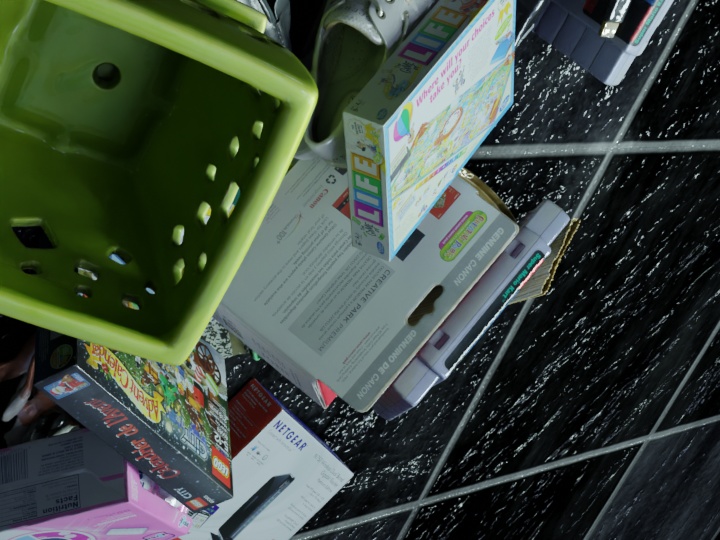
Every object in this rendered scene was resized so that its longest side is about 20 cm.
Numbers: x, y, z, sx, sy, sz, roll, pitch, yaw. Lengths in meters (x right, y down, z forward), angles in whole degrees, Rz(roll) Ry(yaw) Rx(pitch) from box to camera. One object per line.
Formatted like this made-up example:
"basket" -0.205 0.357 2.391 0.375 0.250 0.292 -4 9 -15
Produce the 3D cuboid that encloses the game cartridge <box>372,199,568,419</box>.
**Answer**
"game cartridge" 0.087 0.035 1.239 0.200 0.038 0.130 -49 -176 -13

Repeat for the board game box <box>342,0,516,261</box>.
"board game box" 0.055 -0.121 1.125 0.200 0.034 0.135 -51 153 -35

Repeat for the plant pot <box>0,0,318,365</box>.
"plant pot" -0.159 -0.092 0.903 0.199 0.182 0.200 21 113 -19

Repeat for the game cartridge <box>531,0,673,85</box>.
"game cartridge" 0.211 -0.266 1.233 0.038 0.130 0.201 1 125 -50

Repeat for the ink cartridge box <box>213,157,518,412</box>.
"ink cartridge box" 0.000 0.000 1.202 0.200 0.175 0.084 -48 163 -12

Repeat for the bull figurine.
"bull figurine" -0.213 0.102 1.201 0.121 0.065 0.200 -39 144 5

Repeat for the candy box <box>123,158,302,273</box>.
"candy box" -0.127 -0.028 1.199 0.102 0.026 0.200 14 115 -52

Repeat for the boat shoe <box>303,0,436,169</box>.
"boat shoe" 0.005 -0.174 1.090 0.069 0.071 0.201 17 85 -68

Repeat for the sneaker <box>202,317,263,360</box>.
"sneaker" -0.057 0.053 1.274 0.199 0.089 0.077 -11 132 -5

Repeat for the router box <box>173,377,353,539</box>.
"router box" -0.116 0.214 1.464 0.179 0.049 0.200 -44 148 -3

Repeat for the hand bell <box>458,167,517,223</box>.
"hand bell" 0.043 0.005 1.402 0.200 0.104 0.104 -47 150 23

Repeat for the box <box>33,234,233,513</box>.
"box" -0.164 0.073 1.122 0.038 0.137 0.200 -24 137 16

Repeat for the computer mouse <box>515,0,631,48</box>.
"computer mouse" 0.137 -0.209 1.230 0.046 0.140 0.201 -71 -175 -68

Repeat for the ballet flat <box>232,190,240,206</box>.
"ballet flat" -0.111 -0.113 1.074 0.200 0.069 0.071 42 71 -48

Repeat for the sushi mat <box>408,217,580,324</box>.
"sushi mat" 0.108 0.010 1.385 0.012 0.200 0.096 46 50 -22

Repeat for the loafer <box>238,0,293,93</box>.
"loafer" -0.074 -0.180 1.050 0.070 0.068 0.201 -39 146 3

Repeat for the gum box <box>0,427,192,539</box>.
"gum box" -0.236 0.179 1.166 0.199 0.066 0.114 -14 155 12

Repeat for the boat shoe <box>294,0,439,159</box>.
"boat shoe" 0.012 -0.164 1.165 0.200 0.074 0.065 -52 145 9
